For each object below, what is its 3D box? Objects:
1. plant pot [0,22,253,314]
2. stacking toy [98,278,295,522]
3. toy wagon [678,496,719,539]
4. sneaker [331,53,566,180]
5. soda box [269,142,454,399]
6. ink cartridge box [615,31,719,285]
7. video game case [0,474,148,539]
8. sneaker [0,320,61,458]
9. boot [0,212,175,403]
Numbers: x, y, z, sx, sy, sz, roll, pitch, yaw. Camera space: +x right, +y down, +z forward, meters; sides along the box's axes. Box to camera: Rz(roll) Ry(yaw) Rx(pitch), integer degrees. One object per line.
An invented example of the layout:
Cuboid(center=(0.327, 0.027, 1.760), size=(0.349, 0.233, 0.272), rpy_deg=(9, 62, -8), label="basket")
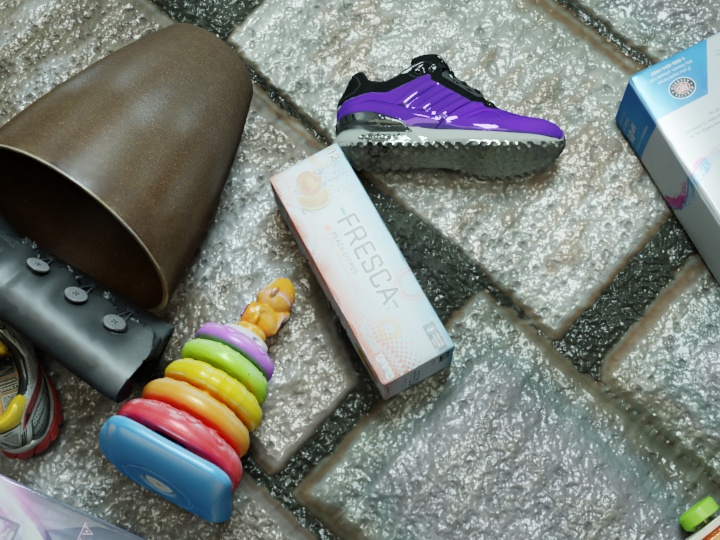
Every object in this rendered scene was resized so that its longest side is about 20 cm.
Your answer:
Cuboid(center=(-0.178, -0.101, 0.899), size=(0.186, 0.187, 0.201), rpy_deg=(28, 61, 10), label="plant pot")
Cuboid(center=(-0.108, 0.084, 0.873), size=(0.109, 0.116, 0.201), rpy_deg=(27, 64, 7), label="stacking toy")
Cuboid(center=(0.291, 0.248, 0.827), size=(0.199, 0.040, 0.156), rpy_deg=(-34, 75, -8), label="toy wagon")
Cuboid(center=(0.076, -0.138, 0.942), size=(0.198, 0.070, 0.100), rpy_deg=(3, 70, 3), label="sneaker")
Cuboid(center=(0.000, 0.000, 0.904), size=(0.068, 0.064, 0.201), rpy_deg=(-27, 74, -6), label="soda box")
Cuboid(center=(0.325, -0.091, 0.909), size=(0.144, 0.085, 0.201), rpy_deg=(-26, 72, -5), label="ink cartridge box")
Cuboid(center=(-0.269, 0.237, 0.835), size=(0.199, 0.019, 0.144), rpy_deg=(26, 75, -7), label="video game case")
Cuboid(center=(-0.297, 0.048, 0.883), size=(0.077, 0.082, 0.201), rpy_deg=(-26, 72, -7), label="sneaker")
Cuboid(center=(-0.254, 0.036, 0.818), size=(0.200, 0.066, 0.165), rpy_deg=(38, 35, -1), label="boot")
